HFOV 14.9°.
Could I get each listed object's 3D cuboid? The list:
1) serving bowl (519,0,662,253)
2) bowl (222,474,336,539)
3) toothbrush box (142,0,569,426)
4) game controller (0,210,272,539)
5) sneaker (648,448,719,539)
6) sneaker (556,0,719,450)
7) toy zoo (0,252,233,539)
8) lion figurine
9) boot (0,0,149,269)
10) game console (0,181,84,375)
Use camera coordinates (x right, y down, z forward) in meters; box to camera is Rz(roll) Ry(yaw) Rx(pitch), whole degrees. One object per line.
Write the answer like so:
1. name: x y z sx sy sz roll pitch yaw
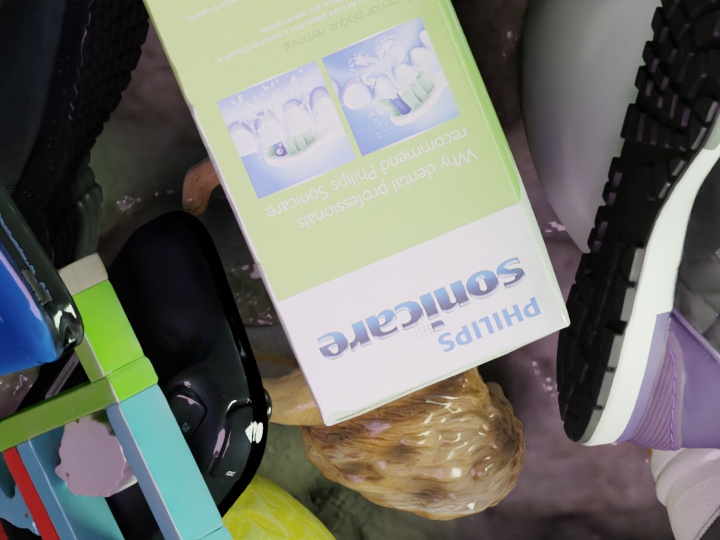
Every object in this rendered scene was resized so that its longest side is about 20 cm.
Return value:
1. serving bowl: 0.149 -0.050 0.930 0.199 0.066 0.201 4 121 7
2. bowl: -0.043 0.159 1.055 0.107 0.200 0.201 -7 132 -36
3. toothbrush box: -0.012 -0.074 0.865 0.086 0.146 0.201 -23 104 5
4. game controller: -0.089 0.067 0.986 0.042 0.105 0.200 7 143 -28
5. sneaker: 0.204 0.070 0.966 0.199 0.088 0.076 -17 161 19
6. sneaker: 0.129 -0.027 0.878 0.087 0.076 0.201 8 127 -12
7. toy zoo: -0.088 0.104 0.940 0.131 0.020 0.201 -22 94 48
8. lion figurine: 0.000 0.000 0.985 0.122 0.073 0.201 3 119 5
9. boot: -0.151 -0.070 0.975 0.131 0.070 0.201 21 114 9
10. game console: -0.115 -0.068 0.843 0.118 0.200 0.171 -34 96 -18
